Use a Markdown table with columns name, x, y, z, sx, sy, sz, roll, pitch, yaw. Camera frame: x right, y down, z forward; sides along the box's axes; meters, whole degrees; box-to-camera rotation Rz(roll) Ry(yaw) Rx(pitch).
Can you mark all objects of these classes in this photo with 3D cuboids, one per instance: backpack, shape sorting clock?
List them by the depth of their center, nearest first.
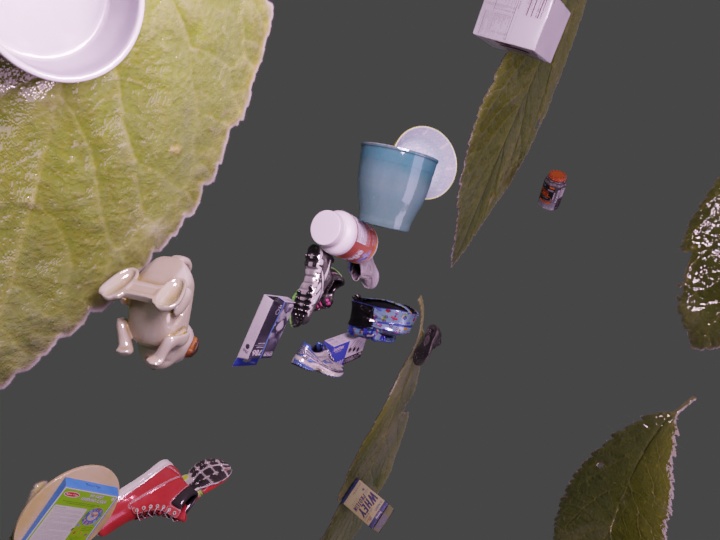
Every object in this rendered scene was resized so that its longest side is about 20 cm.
| name | x | y | z | sx | sy | sz | roll | pitch | yaw |
| --- | --- | --- | --- | --- | --- | --- | --- | --- | --- |
| shape sorting clock | -0.571 | 0.476 | 1.015 | 0.199 | 0.039 | 0.203 | -32 | 135 | -38 |
| backpack | 0.079 | 0.160 | 1.644 | 0.182 | 0.197 | 0.137 | 18 | 81 | -63 |

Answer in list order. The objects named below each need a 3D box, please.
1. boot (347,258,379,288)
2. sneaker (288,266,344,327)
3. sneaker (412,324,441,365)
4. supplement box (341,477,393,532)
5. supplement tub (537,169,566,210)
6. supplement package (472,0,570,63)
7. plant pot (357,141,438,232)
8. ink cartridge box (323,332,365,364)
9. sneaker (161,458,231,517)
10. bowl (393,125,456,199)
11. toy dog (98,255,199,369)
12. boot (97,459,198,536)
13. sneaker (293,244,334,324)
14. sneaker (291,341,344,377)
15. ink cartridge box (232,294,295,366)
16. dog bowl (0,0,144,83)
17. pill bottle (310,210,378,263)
| name | x | y | z | sx | sy | sz | roll | pitch | yaw |
| --- | --- | --- | --- | --- | --- | --- | --- | --- | --- |
| boot | 0.000 | 0.000 | 1.508 | 0.096 | 0.072 | 0.202 | -57 | 147 | -39 |
| sneaker | -0.117 | 0.072 | 1.372 | 0.201 | 0.083 | 0.077 | -50 | 150 | -21 |
| sneaker | 0.317 | 0.355 | 2.393 | 0.114 | 0.075 | 0.202 | 37 | 78 | -56 |
| supplement box | 0.037 | 1.142 | 2.513 | 0.135 | 0.198 | 0.201 | -51 | 152 | -18 |
| supplement tub | 1.079 | -0.451 | 2.902 | 0.122 | 0.122 | 0.202 | -37 | 144 | -38 |
| supplement package | 0.473 | -0.724 | 1.518 | 0.190 | 0.198 | 0.149 | -13 | 127 | -54 |
| plant pot | 0.078 | -0.200 | 1.289 | 0.199 | 0.198 | 0.191 | -1 | 105 | -59 |
| ink cartridge box | -0.057 | 0.258 | 1.693 | 0.199 | 0.044 | 0.095 | -9 | 122 | -57 |
| sneaker | -0.425 | 0.554 | 1.320 | 0.198 | 0.077 | 0.086 | -18 | 137 | -40 |
| bowl | 0.161 | -0.292 | 1.458 | 0.201 | 0.199 | 0.107 | -54 | -166 | -13 |
| toy dog | -0.364 | 0.087 | 0.937 | 0.195 | 0.137 | 0.203 | -86 | -178 | -56 |
| boot | -0.466 | 0.531 | 1.137 | 0.199 | 0.143 | 0.073 | -35 | 145 | -38 |
| sneaker | -0.109 | 0.041 | 1.317 | 0.090 | 0.066 | 0.204 | 17 | 83 | -45 |
| sneaker | -0.111 | 0.262 | 1.540 | 0.199 | 0.076 | 0.087 | 27 | 79 | -46 |
| ink cartridge box | -0.240 | 0.159 | 1.293 | 0.099 | 0.039 | 0.202 | 11 | 106 | -62 |
| dog bowl | -0.356 | -0.328 | 0.590 | 0.200 | 0.078 | 0.202 | -40 | 146 | -35 |
| pill bottle | -0.042 | -0.088 | 1.322 | 0.114 | 0.111 | 0.199 | -63 | 152 | 5 |
